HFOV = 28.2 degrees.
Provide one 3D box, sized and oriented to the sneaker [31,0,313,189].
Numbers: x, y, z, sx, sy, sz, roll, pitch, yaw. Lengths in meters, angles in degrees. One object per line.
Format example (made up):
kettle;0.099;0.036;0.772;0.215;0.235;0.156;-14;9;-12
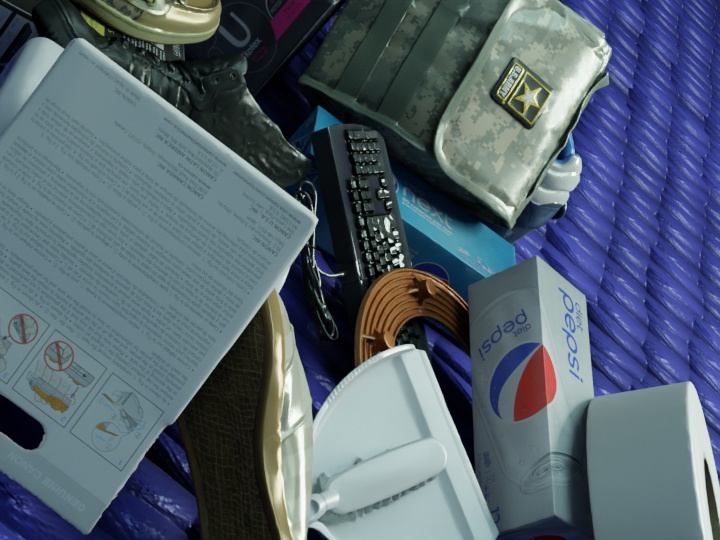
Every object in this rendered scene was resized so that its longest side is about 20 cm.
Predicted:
sneaker;-0.119;-0.116;0.935;0.201;0.104;0.060;57;-12;-29

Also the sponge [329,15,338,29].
sponge;0.070;-0.192;1.220;0.112;0.197;0.030;-92;171;-49

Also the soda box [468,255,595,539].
soda box;0.119;0.096;0.984;0.068;0.063;0.202;35;43;-39

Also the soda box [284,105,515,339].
soda box;0.025;-0.032;1.083;0.199;0.064;0.068;35;32;-20

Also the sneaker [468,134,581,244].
sneaker;0.114;-0.125;1.215;0.080;0.146;0.202;6;51;-47

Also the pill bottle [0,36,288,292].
pill bottle;-0.138;-0.038;0.846;0.199;0.111;0.111;34;33;-19

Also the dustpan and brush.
dustpan and brush;-0.011;0.133;0.849;0.198;0.057;0.141;-20;83;-24

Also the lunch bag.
lunch bag;0.077;-0.148;1.104;0.198;0.165;0.118;30;-9;13

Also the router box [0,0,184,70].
router box;-0.202;-0.202;1.010;0.156;0.052;0.202;26;36;-31

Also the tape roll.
tape roll;0.206;0.180;0.964;0.202;0.070;0.206;-10;90;-74

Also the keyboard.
keyboard;0.000;0.000;0.980;0.126;0.020;0.203;-11;87;-51

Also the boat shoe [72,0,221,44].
boat shoe;-0.164;-0.208;0.950;0.198;0.063;0.074;15;43;-43

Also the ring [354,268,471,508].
ring;0.063;0.091;0.982;0.200;0.019;0.203;35;44;-41

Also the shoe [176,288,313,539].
shoe;-0.062;0.090;0.786;0.053;0.069;0.203;31;51;-62

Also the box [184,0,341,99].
box;-0.063;-0.238;1.152;0.106;0.122;0.200;41;32;-7

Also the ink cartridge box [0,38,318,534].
ink cartridge box;-0.142;0.007;0.747;0.160;0.201;0.050;36;-2;-2
